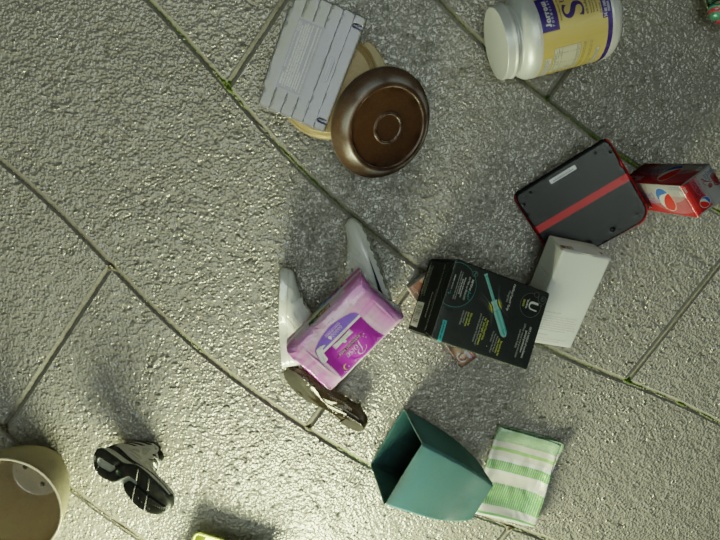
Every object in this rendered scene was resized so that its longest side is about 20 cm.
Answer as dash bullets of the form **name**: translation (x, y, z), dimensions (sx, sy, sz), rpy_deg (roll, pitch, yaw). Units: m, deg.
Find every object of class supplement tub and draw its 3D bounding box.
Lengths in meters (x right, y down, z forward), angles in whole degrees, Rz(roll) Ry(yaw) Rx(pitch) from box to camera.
- **supplement tub**: translation (0.330, -0.420, 1.038), dimensions (0.199, 0.145, 0.146), rpy_deg (-15, 101, -2)

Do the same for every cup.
- **cup**: translation (-0.639, 0.414, 1.126), dimensions (0.199, 0.143, 0.202), rpy_deg (-1, 100, -4)

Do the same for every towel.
- **towel**: translation (0.334, 0.439, 1.261), dimensions (0.151, 0.023, 0.201), rpy_deg (15, 99, -6)

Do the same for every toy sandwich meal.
- **toy sandwich meal**: translation (-0.051, -0.335, 1.070), dimensions (0.203, 0.070, 0.207), rpy_deg (0, 104, 0)

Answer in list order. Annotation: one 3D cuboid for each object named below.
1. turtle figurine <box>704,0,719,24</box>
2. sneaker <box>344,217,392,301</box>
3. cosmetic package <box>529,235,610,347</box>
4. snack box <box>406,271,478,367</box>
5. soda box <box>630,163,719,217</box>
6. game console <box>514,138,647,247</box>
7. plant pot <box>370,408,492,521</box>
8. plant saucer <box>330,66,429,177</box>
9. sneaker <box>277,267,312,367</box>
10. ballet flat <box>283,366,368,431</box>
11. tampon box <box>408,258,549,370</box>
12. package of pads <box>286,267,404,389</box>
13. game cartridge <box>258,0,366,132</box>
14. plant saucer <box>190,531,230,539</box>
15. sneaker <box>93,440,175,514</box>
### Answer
- **turtle figurine**: translation (0.666, -0.526, 1.067), dimensions (0.149, 0.101, 0.202), rpy_deg (17, 84, -22)
- **sneaker**: translation (0.000, 0.000, 1.134), dimensions (0.080, 0.076, 0.201), rpy_deg (-17, 100, 9)
- **cosmetic package**: translation (0.382, 0.042, 1.138), dimensions (0.101, 0.074, 0.201), rpy_deg (10, 114, -12)
- **snack box**: translation (0.175, 0.093, 1.184), dimensions (0.072, 0.024, 0.201), rpy_deg (-35, 101, 0)
- **soda box**: translation (0.558, -0.149, 1.076), dimensions (0.063, 0.200, 0.070), rpy_deg (-37, 100, 2)
- **game console**: translation (0.422, -0.125, 1.135), dimensions (0.199, 0.031, 0.177), rpy_deg (-32, 97, 20)
- **plant pot**: translation (0.150, 0.402, 1.187), dimensions (0.199, 0.141, 0.142), rpy_deg (27, 98, -16)
- **plant saucer**: translation (0.043, -0.257, 1.061), dimensions (0.199, 0.032, 0.202), rpy_deg (-12, 122, -21)
- **sneaker**: translation (-0.102, 0.087, 1.145), dimensions (0.115, 0.074, 0.202), rpy_deg (-3, 109, -6)
- **ballet flat**: translation (-0.065, 0.249, 1.187), dimensions (0.199, 0.067, 0.046), rpy_deg (36, 52, -6)
- **tampon box**: translation (0.218, 0.078, 1.110), dimensions (0.199, 0.126, 0.151), rpy_deg (19, 87, -15)
- **package of pads**: translation (-0.028, 0.107, 1.084), dimensions (0.120, 0.076, 0.200), rpy_deg (43, 96, -16)
- **game cartridge**: translation (-0.085, -0.355, 1.013), dimensions (0.129, 0.038, 0.201), rpy_deg (23, 103, -1)
- **plant saucer**: translation (-0.281, 0.645, 1.243), dimensions (0.199, 0.048, 0.201), rpy_deg (21, 98, -8)
- **sneaker**: translation (-0.401, 0.379, 1.138), dimensions (0.200, 0.115, 0.076), rpy_deg (23, 106, 26)
